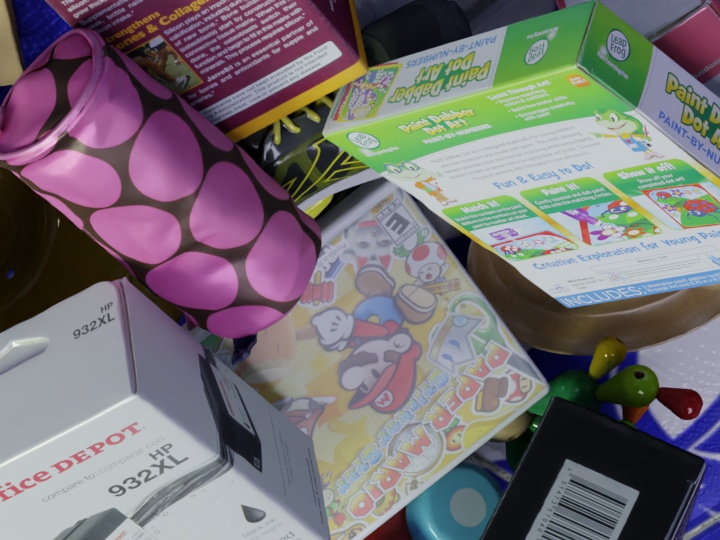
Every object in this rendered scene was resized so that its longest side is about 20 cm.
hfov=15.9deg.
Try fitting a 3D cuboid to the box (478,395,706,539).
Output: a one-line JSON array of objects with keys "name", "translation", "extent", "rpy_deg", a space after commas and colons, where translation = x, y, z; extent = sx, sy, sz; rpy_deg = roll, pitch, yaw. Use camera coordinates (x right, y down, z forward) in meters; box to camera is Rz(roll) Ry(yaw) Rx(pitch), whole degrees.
[{"name": "box", "translation": [0.127, 0.196, 1.582], "extent": [0.104, 0.148, 0.200], "rpy_deg": [23, 153, 12]}]

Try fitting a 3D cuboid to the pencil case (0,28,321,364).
[{"name": "pencil case", "translation": [-0.110, -0.040, 1.345], "extent": [0.094, 0.091, 0.200], "rpy_deg": [-20, 136, 29]}]

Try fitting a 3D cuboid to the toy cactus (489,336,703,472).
[{"name": "toy cactus", "translation": [0.126, 0.091, 1.646], "extent": [0.165, 0.102, 0.200], "rpy_deg": [21, 161, -5]}]

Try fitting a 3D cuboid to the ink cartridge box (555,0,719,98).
[{"name": "ink cartridge box", "translation": [0.189, -0.116, 1.405], "extent": [0.083, 0.147, 0.200], "rpy_deg": [-31, 133, 19]}]

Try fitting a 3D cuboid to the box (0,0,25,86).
[{"name": "box", "translation": [-0.271, -0.166, 1.331], "extent": [0.163, 0.021, 0.200], "rpy_deg": [-6, 137, 1]}]

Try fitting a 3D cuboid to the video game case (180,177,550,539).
[{"name": "video game case", "translation": [-0.012, 0.067, 1.515], "extent": [0.200, 0.023, 0.182], "rpy_deg": [-38, 118, -2]}]

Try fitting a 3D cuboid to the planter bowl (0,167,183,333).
[{"name": "planter bowl", "translation": [-0.195, -0.005, 1.453], "extent": [0.200, 0.083, 0.200], "rpy_deg": [-21, 124, -35]}]

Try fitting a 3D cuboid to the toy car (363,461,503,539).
[{"name": "toy car", "translation": [-0.044, 0.153, 1.653], "extent": [0.200, 0.177, 0.184], "rpy_deg": [45, 152, -5]}]

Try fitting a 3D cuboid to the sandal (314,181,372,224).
[{"name": "sandal", "translation": [-0.001, 0.001, 1.541], "extent": [0.080, 0.057, 0.201], "rpy_deg": [-26, 122, -9]}]

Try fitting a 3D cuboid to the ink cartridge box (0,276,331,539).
[{"name": "ink cartridge box", "translation": [-0.130, 0.110, 1.405], "extent": [0.145, 0.084, 0.200], "rpy_deg": [-27, 139, 17]}]

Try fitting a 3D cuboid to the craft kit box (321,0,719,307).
[{"name": "craft kit box", "translation": [0.115, -0.054, 1.347], "extent": [0.197, 0.049, 0.200], "rpy_deg": [32, 154, -32]}]

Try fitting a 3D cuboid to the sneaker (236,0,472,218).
[{"name": "sneaker", "translation": [-0.023, -0.081, 1.425], "extent": [0.200, 0.074, 0.085], "rpy_deg": [-41, 151, 20]}]

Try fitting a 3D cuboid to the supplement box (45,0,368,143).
[{"name": "supplement box", "translation": [-0.096, -0.163, 1.335], "extent": [0.110, 0.086, 0.200], "rpy_deg": [-27, 135, 16]}]

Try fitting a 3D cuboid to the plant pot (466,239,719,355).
[{"name": "plant pot", "translation": [0.161, -0.024, 1.583], "extent": [0.200, 0.027, 0.200], "rpy_deg": [-7, 136, -7]}]
